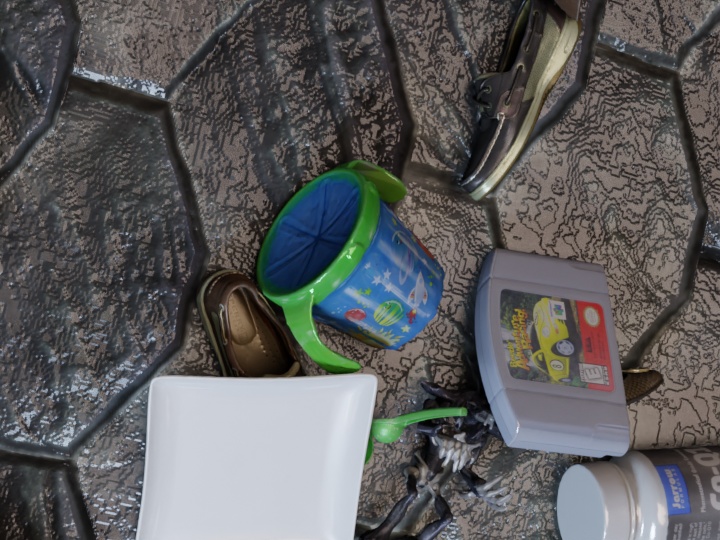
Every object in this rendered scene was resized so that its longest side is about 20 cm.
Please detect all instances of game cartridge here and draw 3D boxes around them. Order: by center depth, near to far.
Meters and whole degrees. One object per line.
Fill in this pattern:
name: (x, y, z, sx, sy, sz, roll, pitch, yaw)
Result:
game cartridge: (0.171, 0.072, 1.739, 0.133, 0.041, 0.200, 6, 56, -16)

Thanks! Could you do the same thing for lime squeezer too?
lime squeezer: (0.014, 0.160, 1.701, 0.038, 0.071, 0.200, 28, 120, -30)

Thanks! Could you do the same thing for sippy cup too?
sippy cup: (0.000, 0.000, 1.676, 0.130, 0.140, 0.178, 37, 87, -30)

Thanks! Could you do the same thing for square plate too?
square plate: (-0.094, 0.172, 1.652, 0.198, 0.028, 0.201, 1, 117, -16)

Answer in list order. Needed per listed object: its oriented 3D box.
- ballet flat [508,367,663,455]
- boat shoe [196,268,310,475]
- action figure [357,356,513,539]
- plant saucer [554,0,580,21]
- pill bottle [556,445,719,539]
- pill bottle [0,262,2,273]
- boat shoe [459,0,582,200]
ballet flat: (0.207, 0.121, 1.782, 0.200, 0.067, 0.046, -20, 81, -36)
boat shoe: (-0.082, 0.096, 1.668, 0.075, 0.075, 0.203, -33, 104, -18)
action figure: (0.083, 0.180, 1.727, 0.119, 0.102, 0.200, 36, 78, -35)
plant saucer: (0.199, -0.327, 1.721, 0.034, 0.200, 0.201, 11, 88, 6)
pill bottle: (0.295, 0.225, 1.812, 0.199, 0.114, 0.114, -1, 93, -23)
pill bottle: (-0.364, -0.075, 1.523, 0.109, 0.110, 0.200, -25, 101, -20)
boat shoe: (0.134, -0.162, 1.756, 0.066, 0.072, 0.201, 31, 78, -12)
